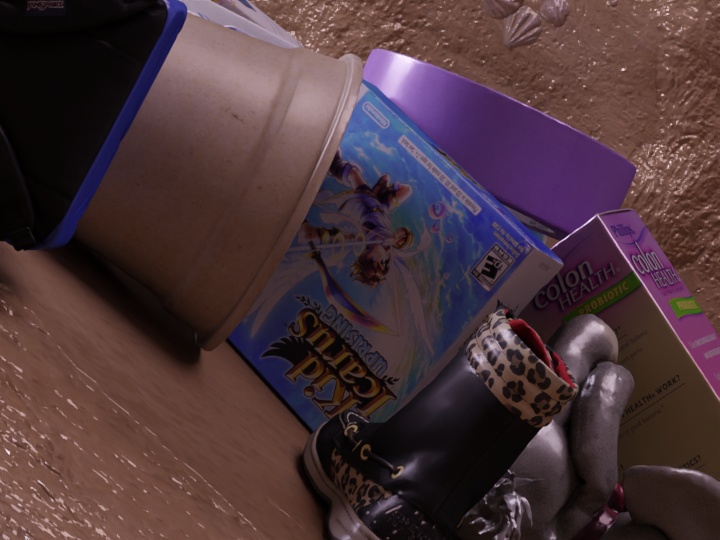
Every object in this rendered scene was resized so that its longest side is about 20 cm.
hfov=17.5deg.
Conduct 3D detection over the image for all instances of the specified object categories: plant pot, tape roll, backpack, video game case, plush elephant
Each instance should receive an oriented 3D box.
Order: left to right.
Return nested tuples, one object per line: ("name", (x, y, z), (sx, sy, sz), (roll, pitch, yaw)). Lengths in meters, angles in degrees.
("backpack", (-0.212, -0.114, 1.210), (0.200, 0.163, 0.168), (27, -1, -3))
("plant pot", (-0.125, -0.082, 1.396), (0.183, 0.201, 0.200), (28, 10, -11))
("video game case", (0.000, 0.000, 1.484), (0.200, 0.181, 0.045), (45, 11, 33))
("tape roll", (0.086, -0.082, 1.604), (0.200, 0.066, 0.200), (25, -1, 1))
("plush elephant", (0.133, 0.149, 1.383), (0.155, 0.165, 0.200), (40, 17, -7))

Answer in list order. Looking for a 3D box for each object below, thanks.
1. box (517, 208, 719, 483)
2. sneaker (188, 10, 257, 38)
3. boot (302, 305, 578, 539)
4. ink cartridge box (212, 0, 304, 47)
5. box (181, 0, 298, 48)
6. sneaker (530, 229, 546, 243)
("box", (0.149, 0.091, 1.508), (0.200, 0.176, 0.097), (57, 19, 8))
("sneaker", (-0.103, -0.147, 1.604), (0.200, 0.075, 0.088), (28, -19, 23))
("boot", (0.045, 0.087, 1.304), (0.073, 0.154, 0.204), (39, 8, -14))
("ink cartridge box", (-0.154, -0.172, 1.861), (0.200, 0.145, 0.088), (38, 9, -27))
("box", (-0.123, -0.134, 1.718), (0.200, 0.125, 0.097), (29, 3, 10))
("sneaker", (0.108, 0.045, 1.771), (0.079, 0.200, 0.131), (6, 32, -27))
